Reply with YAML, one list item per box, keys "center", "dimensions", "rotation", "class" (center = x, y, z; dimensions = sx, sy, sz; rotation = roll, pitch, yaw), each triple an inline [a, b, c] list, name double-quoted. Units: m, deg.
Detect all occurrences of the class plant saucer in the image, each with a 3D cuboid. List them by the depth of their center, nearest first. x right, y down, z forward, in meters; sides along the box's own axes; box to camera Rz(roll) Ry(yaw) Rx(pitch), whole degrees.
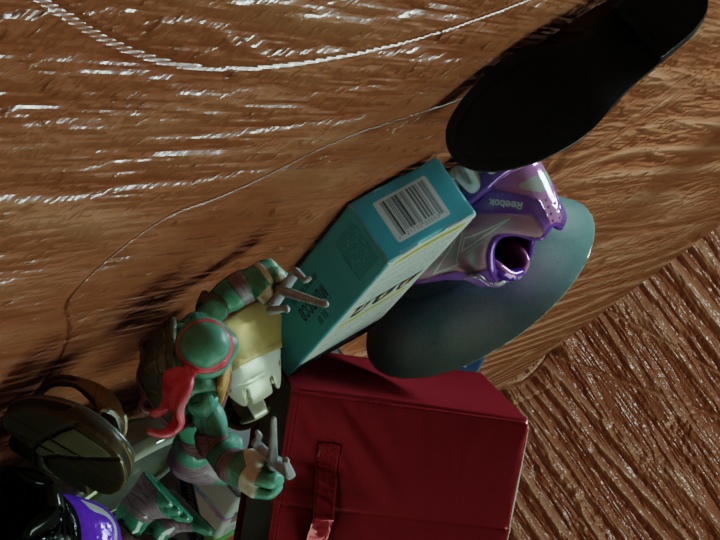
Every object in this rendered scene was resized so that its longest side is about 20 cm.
- center: [-0.207, 0.152, 1.665]
  dimensions: [0.200, 0.050, 0.200]
  rotation: [-34, 171, -6]
  class: "plant saucer"
- center: [0.080, -0.001, 1.787]
  dimensions: [0.200, 0.039, 0.201]
  rotation: [-29, -154, 16]
  class: "plant saucer"

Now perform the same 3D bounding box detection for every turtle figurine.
- center: [-0.086, 0.063, 1.448]
  dimensions: [0.100, 0.151, 0.200]
  rotation: [12, 162, -9]
  class: "turtle figurine"
- center: [-0.193, 0.233, 1.662]
  dimensions: [0.200, 0.101, 0.150]
  rotation: [-48, 178, -2]
  class: "turtle figurine"

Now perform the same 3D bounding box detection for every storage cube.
- center: [0.010, 0.164, 1.777]
  dimensions: [0.179, 0.172, 0.200]
  rotation: [8, -173, -11]
  class: "storage cube"

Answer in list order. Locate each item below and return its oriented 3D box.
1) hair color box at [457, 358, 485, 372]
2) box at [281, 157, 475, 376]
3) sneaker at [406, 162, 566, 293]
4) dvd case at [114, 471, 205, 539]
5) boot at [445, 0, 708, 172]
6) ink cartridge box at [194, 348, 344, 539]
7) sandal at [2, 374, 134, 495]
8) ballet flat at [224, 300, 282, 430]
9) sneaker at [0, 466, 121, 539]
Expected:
- center: [0.073, 0.064, 1.961]
  dimensions: [0.201, 0.060, 0.100]
  rotation: [-62, 179, -16]
  class: "hair color box"
- center: [0.000, 0.000, 1.638]
  dimensions: [0.082, 0.049, 0.200]
  rotation: [-29, 170, -31]
  class: "box"
- center: [0.074, -0.020, 1.693]
  dimensions: [0.080, 0.089, 0.200]
  rotation: [-30, 172, -45]
  class: "sneaker"
- center: [-0.182, 0.226, 1.806]
  dimensions: [0.150, 0.201, 0.025]
  rotation: [-37, 127, 17]
  class: "dvd case"
- center: [0.132, -0.123, 1.526]
  dimensions: [0.188, 0.069, 0.200]
  rotation: [-43, 179, -1]
  class: "boot"
- center: [-0.080, 0.143, 1.997]
  dimensions: [0.144, 0.084, 0.200]
  rotation: [-32, 170, -19]
  class: "ink cartridge box"
- center: [-0.168, 0.095, 1.431]
  dimensions: [0.055, 0.082, 0.200]
  rotation: [-57, -179, -13]
  class: "sandal"
- center: [-0.078, 0.068, 1.657]
  dimensions: [0.068, 0.063, 0.200]
  rotation: [-27, 170, -10]
  class: "ballet flat"
- center: [-0.206, 0.160, 1.473]
  dimensions: [0.099, 0.070, 0.200]
  rotation: [-36, 156, 32]
  class: "sneaker"
